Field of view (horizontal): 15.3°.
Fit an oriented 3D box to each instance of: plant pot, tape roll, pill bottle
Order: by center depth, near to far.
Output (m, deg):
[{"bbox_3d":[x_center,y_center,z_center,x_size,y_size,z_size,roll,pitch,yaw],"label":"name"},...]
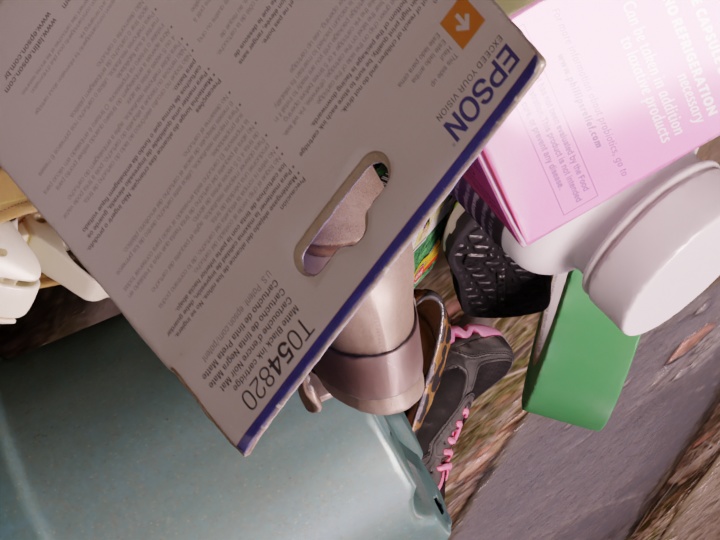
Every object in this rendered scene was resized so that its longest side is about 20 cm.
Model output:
[{"bbox_3d":[-0.077,0.095,1.179,0.196,0.201,0.200,-27,161,4],"label":"plant pot"},{"bbox_3d":[0.084,-0.069,1.209,0.111,0.200,0.111,-36,160,-16],"label":"pill bottle"},{"bbox_3d":[0.140,-0.011,1.514,0.200,0.048,0.201,16,90,-90],"label":"tape roll"}]

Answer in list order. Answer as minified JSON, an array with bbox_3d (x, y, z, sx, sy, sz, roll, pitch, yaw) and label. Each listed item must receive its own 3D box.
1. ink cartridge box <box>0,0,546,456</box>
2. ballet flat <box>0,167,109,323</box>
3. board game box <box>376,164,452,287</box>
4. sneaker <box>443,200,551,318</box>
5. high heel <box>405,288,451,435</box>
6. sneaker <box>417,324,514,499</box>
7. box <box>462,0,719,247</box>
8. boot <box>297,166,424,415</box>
[{"bbox_3d":[-0.041,-0.071,0.970,0.041,0.200,0.200,-7,141,-55],"label":"ink cartridge box"},{"bbox_3d":[-0.138,-0.012,1.113,0.200,0.063,0.069,-19,150,-48],"label":"ballet flat"},{"bbox_3d":[0.000,0.000,1.341,0.200,0.023,0.105,-49,161,-50],"label":"board game box"},{"bbox_3d":[0.075,-0.036,1.456,0.072,0.083,0.200,-1,163,-5],"label":"sneaker"},{"bbox_3d":[-0.003,0.106,1.434,0.143,0.071,0.200,120,-11,-49],"label":"high heel"},{"bbox_3d":[0.030,0.110,1.647,0.200,0.095,0.079,-34,157,-27],"label":"sneaker"},{"bbox_3d":[0.100,-0.130,1.057,0.200,0.176,0.097,-31,124,-4],"label":"box"},{"bbox_3d":[-0.027,-0.018,1.075,0.070,0.147,0.200,-17,-170,-8],"label":"boot"}]
